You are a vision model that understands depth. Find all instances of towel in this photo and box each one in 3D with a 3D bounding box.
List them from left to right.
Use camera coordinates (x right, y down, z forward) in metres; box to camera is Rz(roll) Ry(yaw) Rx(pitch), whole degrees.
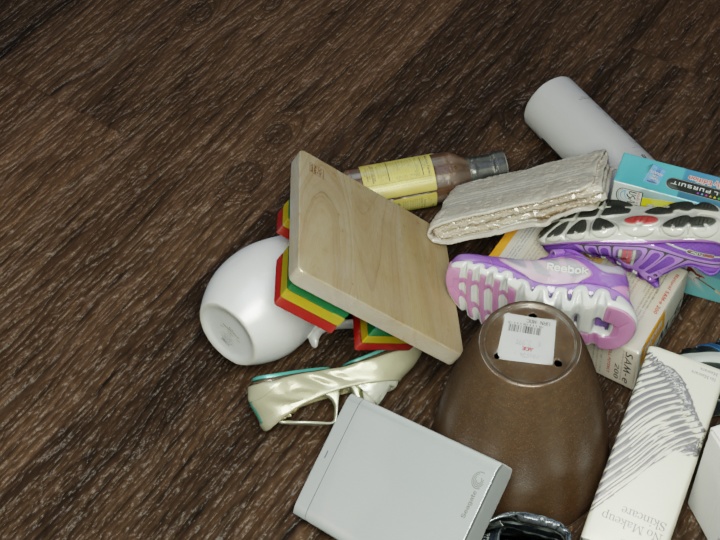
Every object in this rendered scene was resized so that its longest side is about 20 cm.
[{"bbox_3d":[0.180,-0.081,1.225,0.198,0.035,0.133,-12,19,23],"label":"towel"}]

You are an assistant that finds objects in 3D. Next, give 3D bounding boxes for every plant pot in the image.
[{"bbox_3d":[0.156,0.124,1.065,0.185,0.201,0.188,-2,51,3],"label":"plant pot"}]

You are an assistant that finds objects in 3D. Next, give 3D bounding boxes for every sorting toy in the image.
[{"bbox_3d":[0.000,0.000,1.149,0.198,0.070,0.201,28,33,-23],"label":"sorting toy"}]

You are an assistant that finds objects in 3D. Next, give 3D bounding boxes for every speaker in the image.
[{"bbox_3d":[0.285,-0.148,1.342,0.081,0.082,0.200,-26,55,-15],"label":"speaker"}]

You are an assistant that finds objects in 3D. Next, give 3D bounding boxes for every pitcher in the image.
[{"bbox_3d":[-0.063,0.030,1.219,0.171,0.122,0.200,39,52,12],"label":"pitcher"}]

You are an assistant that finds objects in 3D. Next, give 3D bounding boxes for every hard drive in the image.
[{"bbox_3d":[0.034,0.209,1.047,0.199,0.027,0.133,19,78,43],"label":"hard drive"}]

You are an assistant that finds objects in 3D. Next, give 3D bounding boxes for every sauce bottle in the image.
[{"bbox_3d":[0.079,-0.107,1.338,0.198,0.065,0.065,-9,52,-5],"label":"sauce bottle"}]

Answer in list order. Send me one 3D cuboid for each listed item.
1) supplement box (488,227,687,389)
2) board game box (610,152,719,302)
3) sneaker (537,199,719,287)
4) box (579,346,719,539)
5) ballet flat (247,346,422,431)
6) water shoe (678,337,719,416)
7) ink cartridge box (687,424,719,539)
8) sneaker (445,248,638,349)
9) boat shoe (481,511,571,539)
[{"bbox_3d":[0.238,0.026,1.214,0.199,0.074,0.126,26,59,24],"label":"supplement box"},{"bbox_3d":[0.368,-0.037,1.204,0.198,0.152,0.047,17,56,17],"label":"board game box"},{"bbox_3d":[0.280,-0.022,1.153,0.198,0.084,0.081,4,29,30],"label":"sneaker"},{"bbox_3d":[0.279,0.182,1.061,0.081,0.068,0.201,18,72,16],"label":"box"},{"bbox_3d":[-0.020,0.126,1.167,0.198,0.070,0.070,-12,52,-15],"label":"ballet flat"},{"bbox_3d":[0.388,0.102,1.163,0.198,0.072,0.079,-6,24,2],"label":"water shoe"},{"bbox_3d":[0.420,0.184,1.031,0.198,0.147,0.086,-16,51,-8],"label":"ink cartridge box"},{"bbox_3d":[0.188,0.015,1.139,0.198,0.081,0.089,13,49,11],"label":"sneaker"},{"bbox_3d":[0.098,0.263,1.031,0.198,0.091,0.071,-3,52,2],"label":"boat shoe"}]
